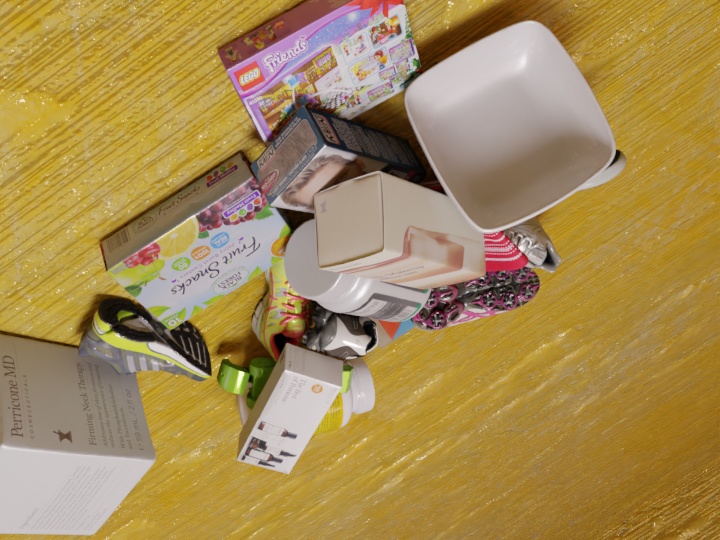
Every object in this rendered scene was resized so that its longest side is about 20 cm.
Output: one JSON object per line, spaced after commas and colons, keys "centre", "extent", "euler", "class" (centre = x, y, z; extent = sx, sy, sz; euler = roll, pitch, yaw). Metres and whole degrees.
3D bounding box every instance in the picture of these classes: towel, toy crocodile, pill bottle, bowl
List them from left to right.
{"centre": [-0.104, 0.152, 1.108], "extent": [0.196, 0.062, 0.069], "euler": [-1, 110, -20], "class": "toy crocodile"}
{"centre": [-0.082, 0.196, 1.192], "extent": [0.196, 0.113, 0.114], "euler": [-11, 138, -22], "class": "pill bottle"}
{"centre": [0.000, 0.000, 0.989], "extent": [0.113, 0.114, 0.199], "euler": [-45, 150, 19], "class": "pill bottle"}
{"centre": [0.116, -0.051, 1.028], "extent": [0.143, 0.023, 0.199], "euler": [-5, 148, 45], "class": "towel"}
{"centre": [0.165, -0.154, 0.883], "extent": [0.197, 0.203, 0.075], "euler": [-28, 171, -3], "class": "bowl"}

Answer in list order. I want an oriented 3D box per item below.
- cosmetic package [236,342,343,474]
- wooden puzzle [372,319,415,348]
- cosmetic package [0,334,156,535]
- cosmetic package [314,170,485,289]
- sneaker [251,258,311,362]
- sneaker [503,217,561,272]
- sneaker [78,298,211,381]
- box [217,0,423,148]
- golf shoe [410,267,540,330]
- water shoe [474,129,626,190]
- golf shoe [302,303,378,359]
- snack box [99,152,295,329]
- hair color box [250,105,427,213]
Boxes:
{"centre": [-0.097, 0.190, 1.040], "extent": [0.081, 0.051, 0.202], "euler": [16, 128, -16], "class": "cosmetic package"}
{"centre": [0.078, 0.030, 1.178], "extent": [0.183, 0.038, 0.201], "euler": [-33, 142, 2], "class": "wooden puzzle"}
{"centre": [-0.391, 0.208, 0.963], "extent": [0.198, 0.169, 0.167], "euler": [19, 122, -45], "class": "cosmetic package"}
{"centre": [0.049, -0.039, 0.885], "extent": [0.102, 0.089, 0.198], "euler": [-13, 164, 40], "class": "cosmetic package"}
{"centre": [-0.089, 0.042, 1.041], "extent": [0.077, 0.091, 0.203], "euler": [-5, 134, -25], "class": "sneaker"}
{"centre": [0.219, -0.048, 1.097], "extent": [0.197, 0.087, 0.075], "euler": [11, 119, -43], "class": "sneaker"}
{"centre": [-0.276, 0.102, 1.013], "extent": [0.080, 0.075, 0.199], "euler": [-35, 136, 22], "class": "sneaker"}
{"centre": [-0.036, -0.220, 0.833], "extent": [0.197, 0.039, 0.138], "euler": [-29, 143, -2], "class": "box"}
{"centre": [0.166, 0.037, 1.155], "extent": [0.196, 0.074, 0.092], "euler": [-15, 174, -1], "class": "golf shoe"}
{"centre": [0.223, -0.134, 0.939], "extent": [0.195, 0.072, 0.081], "euler": [-12, 108, 0], "class": "water shoe"}
{"centre": [-0.021, 0.089, 1.068], "extent": [0.093, 0.200, 0.079], "euler": [20, 95, 3], "class": "golf shoe"}
{"centre": [-0.186, -0.030, 0.931], "extent": [0.198, 0.053, 0.143], "euler": [-32, 143, 2], "class": "snack box"}
{"centre": [-0.020, -0.115, 0.898], "extent": [0.100, 0.061, 0.198], "euler": [-43, 153, 28], "class": "hair color box"}
